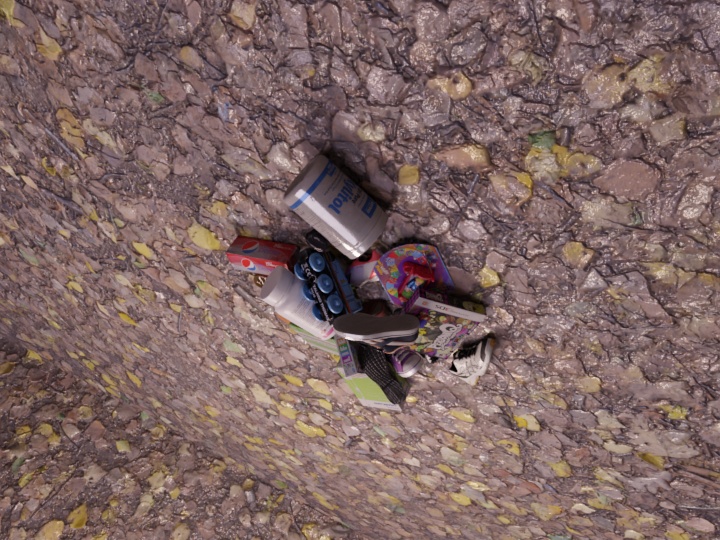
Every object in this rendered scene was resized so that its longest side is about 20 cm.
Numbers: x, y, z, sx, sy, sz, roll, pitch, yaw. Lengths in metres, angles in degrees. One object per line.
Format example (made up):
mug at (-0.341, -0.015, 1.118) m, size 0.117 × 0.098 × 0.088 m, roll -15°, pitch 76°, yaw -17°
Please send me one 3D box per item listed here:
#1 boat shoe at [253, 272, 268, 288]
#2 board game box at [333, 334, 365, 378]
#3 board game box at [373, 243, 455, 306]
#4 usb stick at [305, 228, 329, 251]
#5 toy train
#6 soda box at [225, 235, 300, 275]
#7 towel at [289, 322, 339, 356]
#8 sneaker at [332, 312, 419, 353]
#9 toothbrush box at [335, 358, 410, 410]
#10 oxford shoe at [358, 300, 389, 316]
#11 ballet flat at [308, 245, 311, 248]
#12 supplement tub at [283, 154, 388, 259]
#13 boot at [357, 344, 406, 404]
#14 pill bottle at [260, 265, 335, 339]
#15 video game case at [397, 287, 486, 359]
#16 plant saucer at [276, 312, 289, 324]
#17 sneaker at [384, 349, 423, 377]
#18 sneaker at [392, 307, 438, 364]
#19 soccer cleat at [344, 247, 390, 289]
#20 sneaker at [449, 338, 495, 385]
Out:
boat shoe at (-0.190, 0.040, 1.757) m, size 0.198 × 0.065 × 0.072 m, roll 24°, pitch 138°, yaw -7°
board game box at (-0.020, 0.217, 1.727) m, size 0.034 × 0.136 × 0.200 m, roll -20°, pitch 166°, yaw 8°
board game box at (0.123, 0.029, 1.485) m, size 0.157 × 0.039 × 0.201 m, roll -17°, pitch 128°, yaw 17°
usb stick at (-0.091, -0.073, 1.467) m, size 0.055 × 0.033 × 0.200 m, roll 33°, pitch -173°, yaw -3°
toy train at (-0.079, 0.033, 1.547) m, size 0.086 × 0.114 × 0.202 m, roll -28°, pitch 84°, yaw 39°
soda box at (-0.252, -0.035, 1.699) m, size 0.198 × 0.070 × 0.064 m, roll 9°, pitch 140°, yaw 27°
towel at (-0.099, 0.190, 1.786) m, size 0.148 × 0.031 × 0.200 m, roll 16°, pitch 161°, yaw 21°
sneaker at (0.036, 0.149, 1.492) m, size 0.198 × 0.079 × 0.080 m, roll 1°, pitch 131°, yaw 4°
toothbrush box at (0.040, 0.319, 1.922) m, size 0.144 × 0.086 × 0.201 m, roll -1°, pitch 134°, yaw 35°
oxford shoe at (-0.008, 0.127, 1.732) m, size 0.199 × 0.071 × 0.075 m, roll 0°, pitch 143°, yaw 38°
ballet flat at (-0.122, 0.012, 1.668) m, size 0.071 × 0.072 × 0.201 m, roll 20°, pitch 144°, yaw 13°
supplement tub at (-0.053, -0.135, 1.379) m, size 0.200 × 0.133 × 0.132 m, roll 40°, pitch 144°, yaw -16°
boot at (0.048, 0.264, 1.742) m, size 0.201 × 0.067 × 0.131 m, roll 58°, pitch 178°, yaw -10°
pill bottle at (-0.141, 0.079, 1.607) m, size 0.199 × 0.114 × 0.113 m, roll 33°, pitch 147°, yaw -25°
video game case at (0.174, 0.130, 1.548) m, size 0.180 × 0.036 × 0.201 m, roll 16°, pitch 136°, yaw -17°
plant saucer at (-0.155, 0.143, 1.824) m, size 0.198 × 0.038 × 0.200 m, roll 23°, pitch 167°, yaw 6°
sneaker at (0.087, 0.212, 1.718) m, size 0.115 × 0.073 × 0.200 m, roll 51°, pitch 167°, yaw -17°
sneaker at (0.142, 0.163, 1.677) m, size 0.090 × 0.067 × 0.201 m, roll 5°, pitch 137°, yaw 40°
soccer cleat at (0.000, 0.000, 1.579) m, size 0.199 × 0.068 × 0.074 m, roll -21°, pitch 105°, yaw 48°
sneaker at (0.278, 0.227, 1.645) m, size 0.087 × 0.076 × 0.201 m, roll 24°, pitch 144°, yaw 7°
